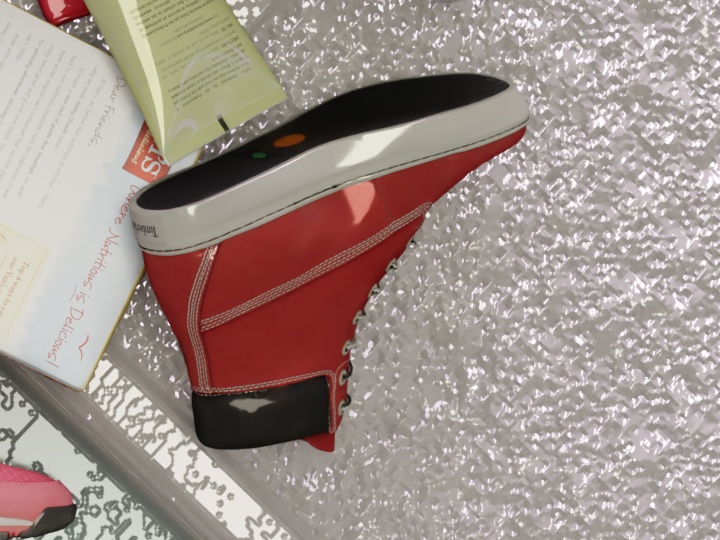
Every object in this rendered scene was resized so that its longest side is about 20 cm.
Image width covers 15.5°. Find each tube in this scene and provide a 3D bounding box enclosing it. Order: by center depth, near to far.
[{"bbox_3d":[-0.109,-0.147,1.175,0.058,0.052,0.200,-30,94,4],"label":"tube"}]

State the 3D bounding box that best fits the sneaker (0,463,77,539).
[{"bbox_3d":[-0.216,0.065,1.155,0.199,0.074,0.087,16,84,-9],"label":"sneaker"}]

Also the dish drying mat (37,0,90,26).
[{"bbox_3d":[-0.140,-0.216,1.206,0.077,0.018,0.201,-18,91,-11],"label":"dish drying mat"}]

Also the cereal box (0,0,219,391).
[{"bbox_3d":[-0.182,-0.052,1.181,0.200,0.040,0.144,28,82,-9],"label":"cereal box"}]

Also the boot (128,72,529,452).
[{"bbox_3d":[0.000,0.000,1.208,0.200,0.072,0.145,-25,113,-23],"label":"boot"}]

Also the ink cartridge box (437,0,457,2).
[{"bbox_3d":[0.014,-0.241,1.201,0.147,0.086,0.201,19,86,-9],"label":"ink cartridge box"}]
